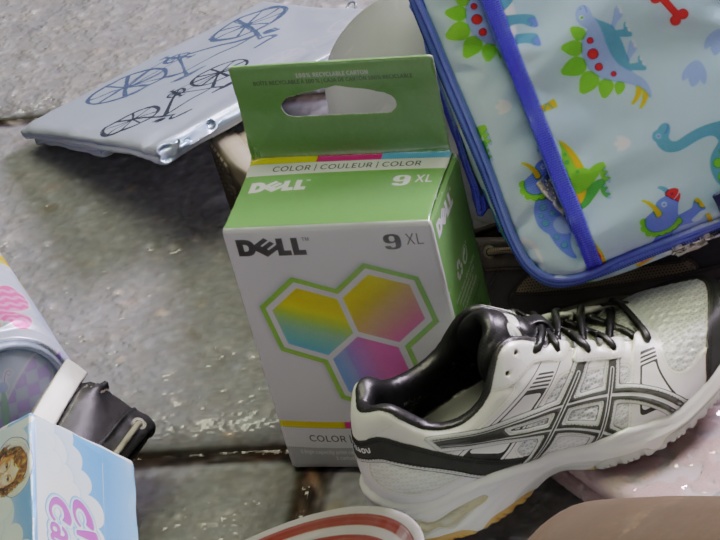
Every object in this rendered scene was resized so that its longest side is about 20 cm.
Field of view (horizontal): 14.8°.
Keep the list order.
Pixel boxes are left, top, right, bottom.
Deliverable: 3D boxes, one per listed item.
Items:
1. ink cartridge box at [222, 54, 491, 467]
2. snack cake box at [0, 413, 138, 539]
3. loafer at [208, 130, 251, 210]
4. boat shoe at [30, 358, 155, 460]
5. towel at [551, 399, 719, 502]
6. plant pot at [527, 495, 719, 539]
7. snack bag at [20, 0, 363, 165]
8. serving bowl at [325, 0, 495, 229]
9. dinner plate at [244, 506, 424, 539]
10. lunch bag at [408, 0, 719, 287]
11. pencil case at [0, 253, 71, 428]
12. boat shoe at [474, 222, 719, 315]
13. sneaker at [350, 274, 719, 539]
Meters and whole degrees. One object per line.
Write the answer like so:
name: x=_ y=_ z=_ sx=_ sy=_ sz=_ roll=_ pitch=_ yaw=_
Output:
ink cartridge box: x=0.000 y=0.000 z=1.307 sx=0.103 sy=0.201 sz=0.059 roll=-1 pitch=36 yaw=18
snack cake box: x=-0.150 y=0.175 z=1.137 sx=0.115 sy=0.067 sz=0.201 roll=-30 pitch=49 yaw=28
loafer: x=-0.022 y=-0.033 z=1.473 sx=0.068 sy=0.076 sz=0.200 roll=-27 pitch=36 yaw=-9
boat shoe: x=-0.157 y=0.132 z=1.298 sx=0.060 sy=0.074 sz=0.201 roll=29 pitch=49 yaw=-4
towel: x=0.196 y=0.066 z=1.298 sx=0.199 sy=0.032 sz=0.191 roll=-28 pitch=37 yaw=-22
plant pot: x=0.144 y=0.163 z=1.047 sx=0.174 sy=0.201 sz=0.200 roll=12 pitch=41 yaw=44
snack bag: x=-0.080 y=-0.110 z=1.606 sx=0.188 sy=0.022 sz=0.200 roll=-30 pitch=20 yaw=-24
serving bowl: x=0.081 y=-0.072 z=1.408 sx=0.198 sy=0.200 sz=0.066 roll=-7 pitch=58 yaw=9
dinner plate: x=-0.056 y=0.169 z=1.201 sx=0.199 sy=0.024 sz=0.200 roll=-27 pitch=15 yaw=8
lunch bag: x=0.111 y=-0.100 z=1.291 sx=0.160 sy=0.201 sz=0.082 roll=-20 pitch=1 yaw=6
pencil case: x=-0.214 y=0.031 z=1.443 sx=0.090 sy=0.083 sz=0.200 roll=-34 pitch=37 yaw=-4
boat shoe: x=0.140 y=-0.018 z=1.357 sx=0.199 sy=0.074 sz=0.075 roll=-20 pitch=14 yaw=13
sneaker: x=0.087 y=0.047 z=1.262 sx=0.199 sy=0.088 sz=0.076 roll=-29 pitch=35 yaw=-11
